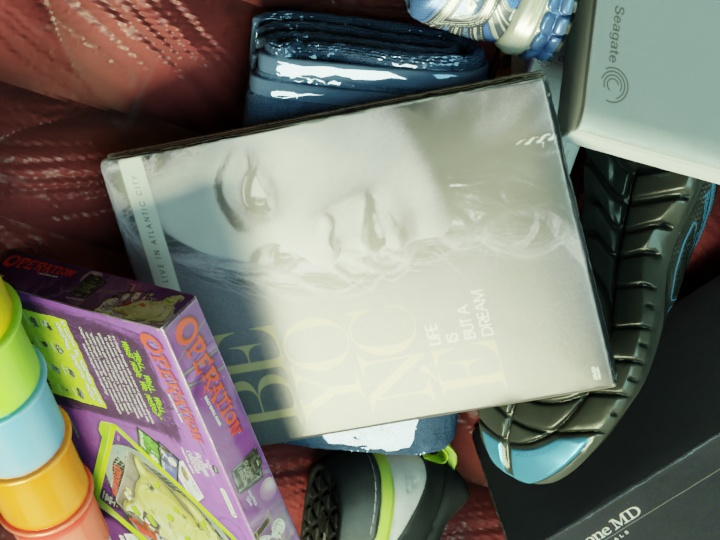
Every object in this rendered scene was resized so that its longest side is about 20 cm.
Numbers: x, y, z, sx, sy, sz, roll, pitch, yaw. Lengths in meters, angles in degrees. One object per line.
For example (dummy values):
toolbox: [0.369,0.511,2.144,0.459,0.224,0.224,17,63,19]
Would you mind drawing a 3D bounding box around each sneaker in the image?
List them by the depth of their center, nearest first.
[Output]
sneaker: [0.059,-0.190,1.229,0.085,0.077,0.201,7,101,-3]
sneaker: [0.121,0.008,1.344,0.200,0.073,0.082,-65,157,7]
sneaker: [0.013,0.173,1.422,0.083,0.072,0.201,-1,119,-22]

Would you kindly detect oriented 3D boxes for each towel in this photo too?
towel: [-0.001,-0.015,1.309,0.111,0.049,0.201,8,115,6]

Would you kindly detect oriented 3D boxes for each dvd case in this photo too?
dvd case: [0.000,0.000,1.280,0.199,0.016,0.149,-10,113,13]

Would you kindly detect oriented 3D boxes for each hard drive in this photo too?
hard drive: [0.187,-0.099,1.301,0.199,0.027,0.132,14,74,-21]

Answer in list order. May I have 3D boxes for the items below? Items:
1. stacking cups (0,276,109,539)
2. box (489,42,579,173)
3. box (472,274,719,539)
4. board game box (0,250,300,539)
stacking cups: [-0.156,0.065,1.280,0.060,0.061,0.200,-25,132,-5]
box: [0.067,-0.037,1.343,0.041,0.039,0.201,8,115,-22]
box: [0.190,0.111,1.415,0.200,0.104,0.182,-33,125,11]
board game box: [-0.089,0.085,1.312,0.032,0.120,0.200,-42,129,-29]
